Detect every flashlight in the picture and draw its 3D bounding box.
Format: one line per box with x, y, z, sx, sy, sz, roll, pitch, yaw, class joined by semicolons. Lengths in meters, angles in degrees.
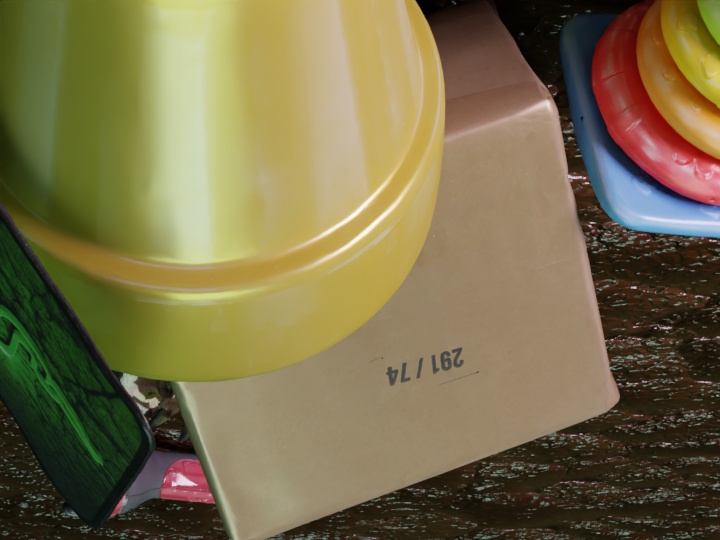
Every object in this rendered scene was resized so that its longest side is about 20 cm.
-0.134;0.169;1.812;0.198;0.068;0.068;9;157;-22;flashlight

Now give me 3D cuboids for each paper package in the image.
0.000;0.000;1.048;0.198;0.104;0.192;-20;125;-5;paper package

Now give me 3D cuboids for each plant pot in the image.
-0.063;-0.091;0.870;0.199;0.202;0.190;0;146;-2;plant pot

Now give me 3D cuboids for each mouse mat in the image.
-0.148;0.006;0.902;0.007;0.201;0.161;-31;172;-22;mouse mat

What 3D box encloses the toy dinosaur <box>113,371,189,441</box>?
-0.101;0.030;1.269;0.085;0.137;0.200;-6;172;9;toy dinosaur

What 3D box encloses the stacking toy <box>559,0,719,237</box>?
0.174;-0.110;0.969;0.109;0.117;0.200;1;148;-22;stacking toy
